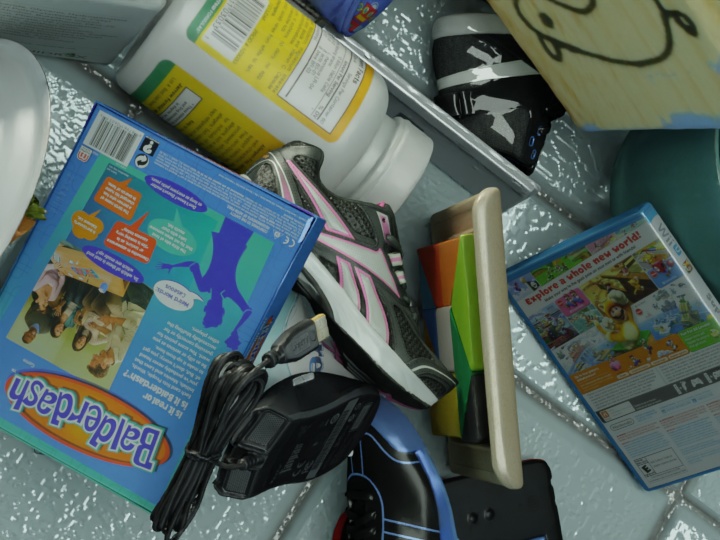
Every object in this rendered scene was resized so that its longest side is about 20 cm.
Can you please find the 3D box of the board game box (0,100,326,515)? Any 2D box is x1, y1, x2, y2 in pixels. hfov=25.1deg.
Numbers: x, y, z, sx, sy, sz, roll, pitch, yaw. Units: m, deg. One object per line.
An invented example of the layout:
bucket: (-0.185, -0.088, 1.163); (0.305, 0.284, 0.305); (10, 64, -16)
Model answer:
board game box: (-0.133, 0.023, 0.962); (0.152, 0.045, 0.200); (28, 92, 7)

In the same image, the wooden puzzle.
wooden puzzle: (0.068, 0.047, 1.074); (0.037, 0.200, 0.186); (-4, 87, -6)

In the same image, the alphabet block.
alphabet block: (0.201, -0.226, 1.040); (0.200, 0.195, 0.197); (49, 66, -25)

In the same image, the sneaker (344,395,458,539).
sneaker: (0.019, 0.187, 1.076); (0.078, 0.070, 0.201); (-21, 94, -29)

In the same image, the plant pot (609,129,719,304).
plant pot: (0.277, -0.058, 1.164); (0.200, 0.161, 0.201); (6, 79, -29)

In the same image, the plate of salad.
plate of salad: (-0.250, -0.047, 0.976); (0.048, 0.200, 0.201); (31, 74, -44)

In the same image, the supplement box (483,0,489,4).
supplement box: (0.064, -0.299, 1.146); (0.200, 0.103, 0.131); (31, 76, -15)

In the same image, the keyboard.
keyboard: (0.038, -0.107, 1.146); (0.200, 0.056, 0.011); (37, 66, -13)

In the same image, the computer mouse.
computer mouse: (-0.048, 0.074, 0.957); (0.046, 0.141, 0.200); (37, 29, 23)

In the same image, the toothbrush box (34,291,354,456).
toothbrush box: (-0.108, 0.049, 1.064); (0.199, 0.085, 0.147); (1, 85, -20)

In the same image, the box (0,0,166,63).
box: (-0.223, -0.251, 1.000); (0.199, 0.171, 0.200); (6, 84, -20)

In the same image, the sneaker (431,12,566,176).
sneaker: (0.147, -0.124, 1.185); (0.199, 0.073, 0.112); (2, 88, -12)

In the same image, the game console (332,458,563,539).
game console: (0.074, 0.246, 1.145); (0.176, 0.031, 0.201); (-9, 89, -20)

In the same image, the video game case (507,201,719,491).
video game case: (0.205, 0.059, 1.152); (0.200, 0.143, 0.018); (54, 46, -9)

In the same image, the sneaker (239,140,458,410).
sneaker: (0.000, 0.000, 1.018); (0.086, 0.080, 0.200); (-44, 101, -13)

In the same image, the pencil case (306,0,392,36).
pencil case: (-0.051, -0.251, 1.088); (0.200, 0.078, 0.087); (43, 113, 4)

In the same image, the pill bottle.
pill bottle: (-0.053, -0.113, 1.083); (0.200, 0.113, 0.113); (35, 75, -14)
